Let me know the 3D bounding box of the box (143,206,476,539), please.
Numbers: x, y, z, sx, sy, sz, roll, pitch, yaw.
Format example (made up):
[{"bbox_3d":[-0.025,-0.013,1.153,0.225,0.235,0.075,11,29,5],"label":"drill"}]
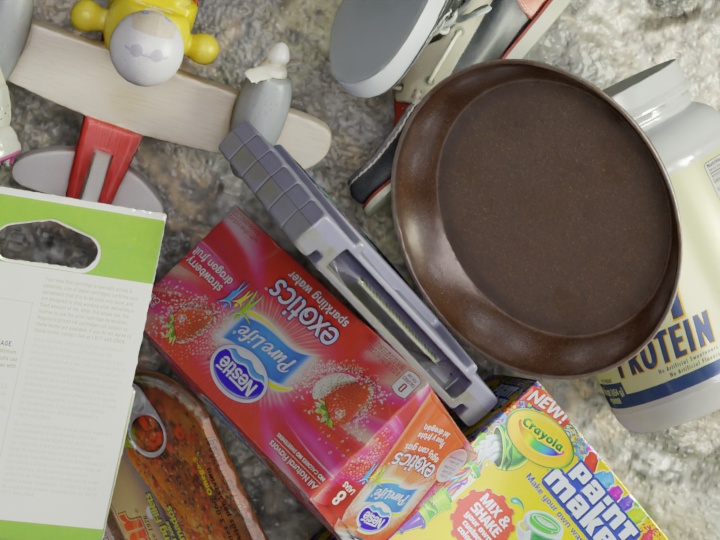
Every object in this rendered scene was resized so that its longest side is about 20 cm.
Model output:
[{"bbox_3d":[-0.037,0.067,1.541,0.100,0.096,0.200,-43,53,-6],"label":"box"}]

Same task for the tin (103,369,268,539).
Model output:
[{"bbox_3d":[-0.115,0.160,1.574,0.042,0.112,0.201,-27,85,36],"label":"tin"}]

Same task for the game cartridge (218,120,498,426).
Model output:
[{"bbox_3d":[0.000,0.000,1.544,0.038,0.130,0.200,-39,130,5],"label":"game cartridge"}]

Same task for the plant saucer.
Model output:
[{"bbox_3d":[0.110,-0.034,1.538,0.034,0.200,0.201,-31,96,-50],"label":"plant saucer"}]

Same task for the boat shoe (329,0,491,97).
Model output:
[{"bbox_3d":[0.040,-0.176,1.581,0.068,0.073,0.200,50,44,-39],"label":"boat shoe"}]

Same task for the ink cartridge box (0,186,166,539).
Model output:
[{"bbox_3d":[-0.206,0.048,1.469,0.147,0.076,0.202,9,98,-30],"label":"ink cartridge box"}]

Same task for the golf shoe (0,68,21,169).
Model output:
[{"bbox_3d":[-0.298,-0.104,1.536,0.198,0.075,0.092,2,106,15],"label":"golf shoe"}]

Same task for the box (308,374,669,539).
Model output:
[{"bbox_3d":[0.090,0.203,1.602,0.192,0.122,0.200,-42,96,-8],"label":"box"}]

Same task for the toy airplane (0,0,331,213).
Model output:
[{"bbox_3d":[-0.141,-0.119,1.554,0.199,0.141,0.200,-26,95,-9],"label":"toy airplane"}]

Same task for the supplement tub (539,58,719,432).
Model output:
[{"bbox_3d":[0.187,-0.016,1.607,0.144,0.145,0.201,-27,94,-8],"label":"supplement tub"}]

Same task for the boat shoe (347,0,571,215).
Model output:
[{"bbox_3d":[0.053,-0.123,1.623,0.062,0.071,0.200,40,82,-1],"label":"boat shoe"}]
